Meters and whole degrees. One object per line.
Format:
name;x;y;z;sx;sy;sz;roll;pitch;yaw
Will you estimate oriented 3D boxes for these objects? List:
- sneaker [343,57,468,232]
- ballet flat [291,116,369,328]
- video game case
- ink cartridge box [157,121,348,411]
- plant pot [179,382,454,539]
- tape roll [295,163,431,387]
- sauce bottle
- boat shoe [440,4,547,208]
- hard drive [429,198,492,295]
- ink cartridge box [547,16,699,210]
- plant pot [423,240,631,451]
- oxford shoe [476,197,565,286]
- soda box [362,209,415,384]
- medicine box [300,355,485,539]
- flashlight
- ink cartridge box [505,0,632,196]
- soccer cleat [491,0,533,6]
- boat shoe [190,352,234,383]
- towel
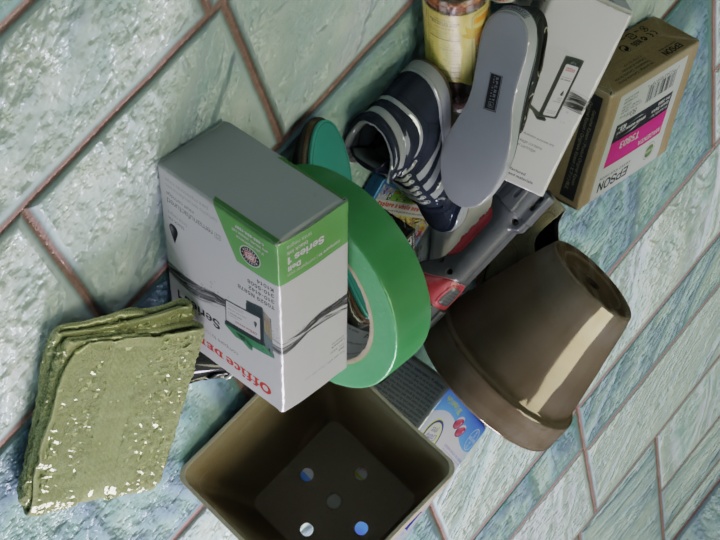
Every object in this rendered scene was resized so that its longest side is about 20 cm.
sneaker;0.043;-0.095;1.561;0.108;0.070;0.200;-44;141;-30
ballet flat;-0.036;-0.039;1.479;0.068;0.068;0.201;-29;110;-47
video game case;0.000;0.000;1.669;0.200;0.018;0.143;-59;153;8
ink cartridge box;-0.087;0.000;1.361;0.084;0.146;0.200;-35;144;-32
plant pot;-0.036;0.224;1.671;0.200;0.200;0.177;-45;164;-10
tape roll;-0.029;0.006;1.418;0.048;0.200;0.201;-37;148;-33
sauce bottle;0.093;-0.205;1.540;0.066;0.066;0.200;-44;153;-22
boat shoe;0.131;-0.152;1.516;0.057;0.069;0.201;-24;137;-52
hard drive;0.126;-0.043;1.826;0.132;0.027;0.200;-39;150;-30
ink cartridge box;0.298;-0.185;1.901;0.200;0.075;0.165;-33;145;-40
plant pot;0.195;0.068;1.776;0.174;0.200;0.200;-46;158;19
oxford shoe;0.183;-0.010;1.844;0.070;0.075;0.200;-36;148;-35
soda box;0.011;0.022;1.611;0.063;0.071;0.200;-43;152;-27
medicine box;0.030;0.207;1.863;0.200;0.103;0.182;-53;154;-7
flashlight;0.115;-0.028;1.728;0.200;0.068;0.068;-48;-173;14
ink cartridge box;0.185;-0.194;1.624;0.146;0.084;0.200;-80;-166;-73
soccer cleat;0.132;-0.292;1.504;0.200;0.068;0.085;1;115;-65
boat shoe;-0.117;0.068;1.492;0.200;0.068;0.072;-20;137;-44
towel;-0.215;0.117;1.386;0.148;0.036;0.201;-8;126;-37
